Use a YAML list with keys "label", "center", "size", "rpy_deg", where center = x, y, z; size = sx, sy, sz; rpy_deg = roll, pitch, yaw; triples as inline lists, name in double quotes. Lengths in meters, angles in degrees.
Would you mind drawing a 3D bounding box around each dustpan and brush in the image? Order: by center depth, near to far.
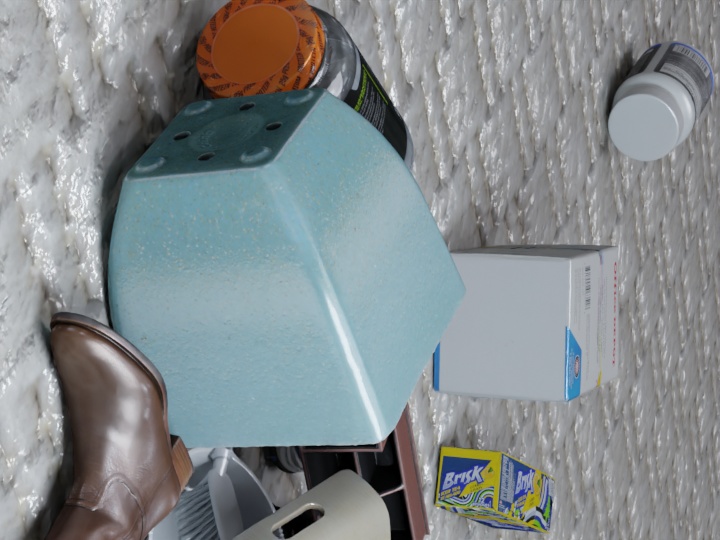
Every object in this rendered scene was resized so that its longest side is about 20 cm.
- label: "dustpan and brush"
  center: [-0.106, 0.158, 1.370]
  size: [0.140, 0.057, 0.200]
  rpy_deg: [27, 36, -40]

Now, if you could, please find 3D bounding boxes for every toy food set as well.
- label: "toy food set"
  center: [-0.044, 0.259, 1.343]
  size: [0.143, 0.060, 0.200]
  rpy_deg: [-28, 125, -45]

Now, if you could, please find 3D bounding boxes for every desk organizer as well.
- label: "desk organizer"
  center: [-0.002, 0.142, 1.434]
  size: [0.077, 0.072, 0.200]
  rpy_deg: [-66, 150, -58]

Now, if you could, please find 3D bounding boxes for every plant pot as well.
- label: "plant pot"
  center: [-0.064, -0.013, 1.321]
  size: [0.196, 0.196, 0.200]
  rpy_deg: [-58, 138, -51]

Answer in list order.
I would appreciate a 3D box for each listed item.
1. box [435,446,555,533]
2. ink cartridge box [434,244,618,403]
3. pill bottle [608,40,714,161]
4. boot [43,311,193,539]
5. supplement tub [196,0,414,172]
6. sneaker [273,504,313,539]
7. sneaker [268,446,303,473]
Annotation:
- label: "box"
  center: [0.145, 0.234, 1.990]
  size: [0.200, 0.070, 0.064]
  rpy_deg: [35, 61, -64]
- label: "ink cartridge box"
  center: [0.176, 0.050, 1.958]
  size: [0.200, 0.145, 0.147]
  rpy_deg: [-8, 99, -67]
- label: "pill bottle"
  center: [0.403, -0.227, 2.539]
  size: [0.200, 0.114, 0.114]
  rpy_deg: [-49, 136, -56]
- label: "boot"
  center: [-0.187, 0.154, 1.201]
  size: [0.200, 0.064, 0.186]
  rpy_deg: [-61, 139, -36]
- label: "supplement tub"
  center: [-0.043, -0.123, 1.444]
  size: [0.200, 0.122, 0.123]
  rpy_deg: [53, 43, -57]
- label: "sneaker"
  center: [-0.065, 0.211, 1.481]
  size: [0.200, 0.076, 0.088]
  rpy_deg: [-35, 117, -63]
- label: "sneaker"
  center: [-0.037, 0.067, 1.529]
  size: [0.076, 0.077, 0.200]
  rpy_deg: [-38, 124, -60]
